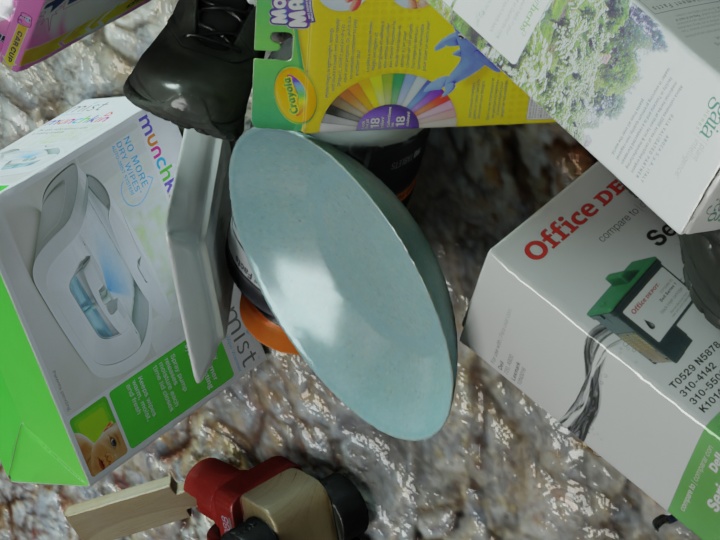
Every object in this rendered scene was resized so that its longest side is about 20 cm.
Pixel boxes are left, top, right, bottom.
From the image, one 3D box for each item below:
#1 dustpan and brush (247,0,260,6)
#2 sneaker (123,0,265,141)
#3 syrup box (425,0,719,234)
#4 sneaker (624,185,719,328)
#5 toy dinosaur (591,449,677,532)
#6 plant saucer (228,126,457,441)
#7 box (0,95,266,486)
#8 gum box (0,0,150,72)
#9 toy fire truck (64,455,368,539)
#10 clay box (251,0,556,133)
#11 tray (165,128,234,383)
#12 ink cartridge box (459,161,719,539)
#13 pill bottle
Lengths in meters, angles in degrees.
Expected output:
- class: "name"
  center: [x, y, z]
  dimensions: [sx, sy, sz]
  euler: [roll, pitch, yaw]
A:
- class: "dustpan and brush"
  center: [-0.045, -0.185, 1.548]
  dimensions: [0.200, 0.057, 0.140]
  euler: [-108, 2, -69]
- class: "sneaker"
  center: [-0.086, -0.142, 1.621]
  dimensions: [0.076, 0.200, 0.091]
  euler: [19, 115, -6]
- class: "syrup box"
  center: [0.131, -0.113, 1.369]
  dimensions: [0.200, 0.081, 0.079]
  euler: [44, 125, 24]
- class: "sneaker"
  center: [0.191, -0.041, 1.437]
  dimensions: [0.200, 0.076, 0.091]
  euler: [52, 158, 26]
- class: "toy dinosaur"
  center: [0.211, 0.144, 1.597]
  dimensions: [0.181, 0.105, 0.201]
  euler: [37, 155, 52]
- class: "plant saucer"
  center: [0.000, 0.000, 1.570]
  dimensions: [0.201, 0.039, 0.202]
  euler: [42, 149, 32]
- class: "box"
  center: [-0.180, 0.012, 1.825]
  dimensions: [0.096, 0.176, 0.201]
  euler: [0, 116, 48]
- class: "gum box"
  center: [-0.144, -0.204, 1.615]
  dimensions: [0.066, 0.200, 0.114]
  euler: [44, 138, 14]
- class: "toy fire truck"
  center: [-0.094, 0.210, 1.936]
  dimensions: [0.200, 0.128, 0.177]
  euler: [25, 134, 48]
- class: "clay box"
  center: [0.039, -0.134, 1.497]
  dimensions: [0.048, 0.199, 0.115]
  euler: [-103, 14, -50]
- class: "tray"
  center: [-0.094, -0.025, 1.734]
  dimensions: [0.022, 0.200, 0.108]
  euler: [-6, 118, 5]
- class: "ink cartridge box"
  center: [0.175, 0.035, 1.499]
  dimensions: [0.200, 0.146, 0.085]
  euler: [39, 145, 18]
- class: "pill bottle"
  center: [-0.024, -0.040, 1.685]
  dimensions: [0.106, 0.106, 0.201]
  euler: [37, 138, 21]
